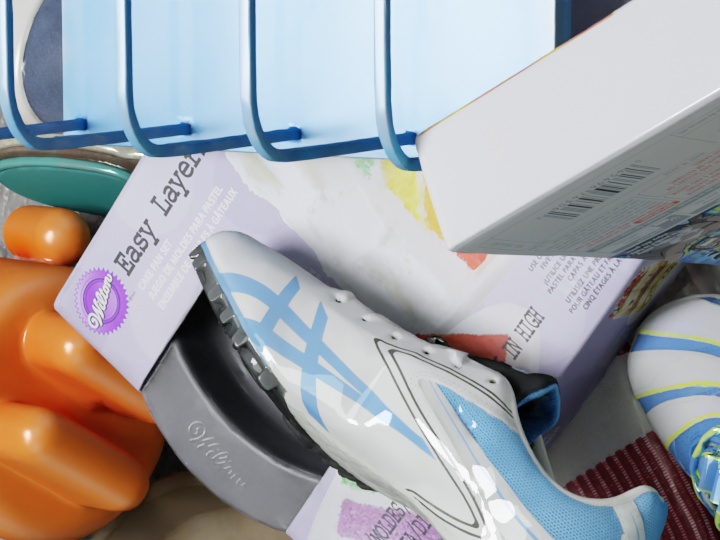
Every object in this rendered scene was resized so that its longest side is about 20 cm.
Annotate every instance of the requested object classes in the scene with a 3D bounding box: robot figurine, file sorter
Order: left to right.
[{"bbox_3d":[-0.157,0.049,1.093,0.200,0.117,0.144,5,106,50],"label":"robot figurine"},{"bbox_3d":[-0.046,-0.104,0.864,0.200,0.123,0.139,4,98,29],"label":"file sorter"}]

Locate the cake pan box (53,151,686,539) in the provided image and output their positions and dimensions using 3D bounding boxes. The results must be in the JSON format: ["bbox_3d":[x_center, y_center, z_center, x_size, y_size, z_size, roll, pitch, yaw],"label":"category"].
[{"bbox_3d":[0.000,0.000,0.954,0.184,0.052,0.200,44,117,19],"label":"cake pan box"}]

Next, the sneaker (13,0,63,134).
[{"bbox_3d":[-0.075,-0.145,1.044,0.084,0.075,0.200,10,80,34],"label":"sneaker"}]

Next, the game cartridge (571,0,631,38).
[{"bbox_3d":[0.048,-0.137,0.975,0.200,0.040,0.133,35,115,36],"label":"game cartridge"}]

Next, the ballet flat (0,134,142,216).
[{"bbox_3d":[-0.066,-0.052,1.067,0.200,0.067,0.062,8,70,37],"label":"ballet flat"}]

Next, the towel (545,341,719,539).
[{"bbox_3d":[0.051,0.067,0.978,0.144,0.023,0.200,-37,68,33],"label":"towel"}]

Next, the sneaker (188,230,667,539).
[{"bbox_3d":[0.020,0.047,0.891,0.200,0.072,0.072,40,81,25],"label":"sneaker"}]

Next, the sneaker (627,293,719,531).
[{"bbox_3d":[0.144,0.070,0.839,0.200,0.105,0.076,37,113,35],"label":"sneaker"}]

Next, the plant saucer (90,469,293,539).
[{"bbox_3d":[-0.051,0.179,1.061,0.200,0.029,0.200,-1,89,42],"label":"plant saucer"}]

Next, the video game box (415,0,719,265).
[{"bbox_3d":[0.148,-0.060,0.787,0.200,0.182,0.047,-30,67,37],"label":"video game box"}]
